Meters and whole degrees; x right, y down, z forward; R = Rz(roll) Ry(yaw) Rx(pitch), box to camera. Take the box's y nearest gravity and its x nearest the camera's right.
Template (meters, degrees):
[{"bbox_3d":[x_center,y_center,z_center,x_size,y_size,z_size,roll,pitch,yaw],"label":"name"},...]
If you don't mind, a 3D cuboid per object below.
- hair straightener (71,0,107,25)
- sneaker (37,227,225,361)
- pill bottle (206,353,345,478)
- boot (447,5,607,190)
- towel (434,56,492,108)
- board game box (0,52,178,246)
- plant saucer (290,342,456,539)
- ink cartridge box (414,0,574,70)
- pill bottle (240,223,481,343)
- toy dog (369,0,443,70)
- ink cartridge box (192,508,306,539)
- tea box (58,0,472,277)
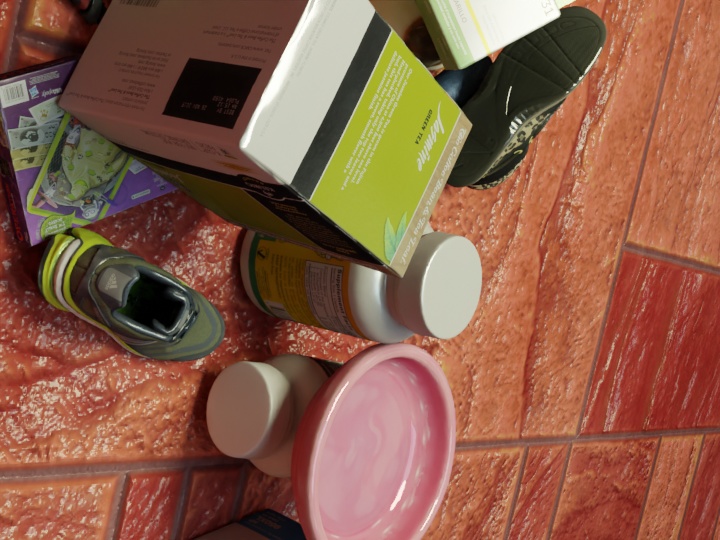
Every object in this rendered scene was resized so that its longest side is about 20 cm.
[{"bbox_3d":[-0.200,-0.242,0.675,0.077,0.041,0.200,-59,137,-17],"label":"hair straightener"},{"bbox_3d":[-0.159,0.034,0.770,0.200,0.080,0.075,35,78,-60],"label":"sneaker"},{"bbox_3d":[-0.044,0.137,0.923,0.199,0.110,0.112,17,90,-50],"label":"pill bottle"},{"bbox_3d":[0.156,-0.160,0.975,0.204,0.073,0.154,-47,170,8],"label":"boot"},{"bbox_3d":[0.052,-0.128,0.964,0.200,0.048,0.112,-46,167,-26],"label":"towel"},{"bbox_3d":[-0.180,-0.109,0.752,0.199,0.032,0.121,-28,119,-41],"label":"board game box"},{"bbox_3d":[0.008,0.160,0.864,0.200,0.050,0.203,-10,103,-49],"label":"plant saucer"},{"bbox_3d":[0.132,-0.278,0.837,0.199,0.048,0.147,-28,104,-7],"label":"ink cartridge box"},{"bbox_3d":[0.000,0.000,0.854,0.112,0.199,0.114,-13,108,-46],"label":"pill bottle"},{"bbox_3d":[0.082,-0.274,0.906,0.201,0.139,0.194,-60,156,0],"label":"toy dog"},{"bbox_3d":[-0.132,0.323,0.902,0.199,0.084,0.146,-10,109,-48],"label":"ink cartridge box"},{"bbox_3d":[-0.064,-0.111,0.710,0.197,0.199,0.135,39,74,-49],"label":"tea box"}]
